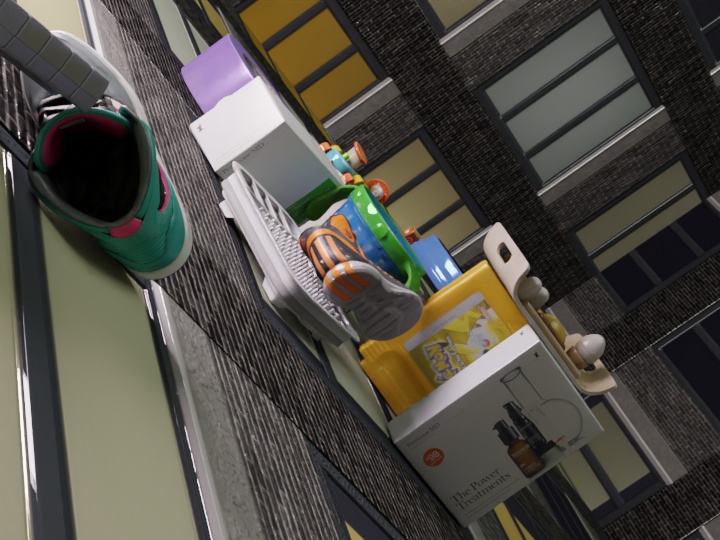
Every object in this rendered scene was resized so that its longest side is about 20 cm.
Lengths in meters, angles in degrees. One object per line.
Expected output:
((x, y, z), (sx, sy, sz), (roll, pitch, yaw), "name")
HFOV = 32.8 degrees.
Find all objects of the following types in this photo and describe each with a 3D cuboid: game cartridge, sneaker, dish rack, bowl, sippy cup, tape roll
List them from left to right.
((-0.249, -0.176, 0.744), (0.200, 0.038, 0.130), (39, -6, 30), "game cartridge")
((-0.186, -0.093, 0.814), (0.200, 0.083, 0.121), (58, -3, 14), "sneaker")
((-0.159, -0.227, 1.720), (0.200, 0.085, 0.200), (54, 7, -10), "tape roll")
((-0.083, -0.009, 1.322), (0.200, 0.043, 0.172), (59, 6, 33), "dish rack")
((-0.010, -0.014, 1.494), (0.140, 0.130, 0.178), (52, 6, -20), "sippy cup")
((0.000, 0.000, 1.357), (0.112, 0.077, 0.200), (61, 7, 32), "sneaker")
((0.121, 0.114, 1.489), (0.176, 0.200, 0.032), (54, 7, -6), "game cartridge")
((0.139, 0.038, 1.625), (0.201, 0.039, 0.201), (54, 5, -7), "bowl")

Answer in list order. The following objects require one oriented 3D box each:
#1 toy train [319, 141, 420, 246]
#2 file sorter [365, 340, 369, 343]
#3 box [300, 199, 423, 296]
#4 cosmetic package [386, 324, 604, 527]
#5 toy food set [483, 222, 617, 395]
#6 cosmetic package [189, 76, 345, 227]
((0.019, -0.100, 1.679), (0.200, 0.056, 0.150), (50, 5, -32), "toy train")
((0.121, 0.154, 1.634), (0.200, 0.125, 0.139), (57, 6, 16), "file sorter")
((0.001, -0.013, 1.765), (0.200, 0.095, 0.078), (51, 6, -47), "box")
((0.154, 0.179, 1.395), (0.151, 0.200, 0.052), (52, 6, -22), "cosmetic package")
((0.224, 0.043, 1.443), (0.200, 0.060, 0.144), (53, 7, -24), "toy food set")
((-0.109, -0.137, 1.508), (0.085, 0.107, 0.200), (59, 9, 29), "cosmetic package")
